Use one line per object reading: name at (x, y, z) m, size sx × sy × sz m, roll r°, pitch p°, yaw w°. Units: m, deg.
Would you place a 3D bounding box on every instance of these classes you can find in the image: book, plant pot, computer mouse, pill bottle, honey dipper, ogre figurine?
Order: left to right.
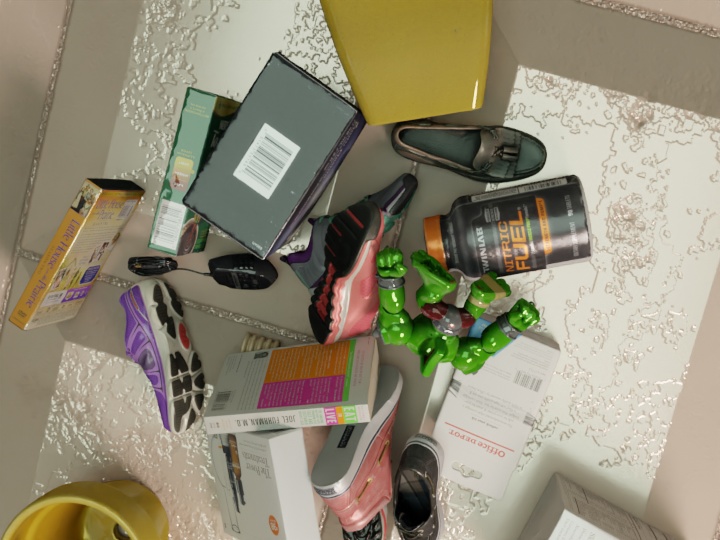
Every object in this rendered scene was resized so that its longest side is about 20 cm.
plant pot at (-0.330, 0.356, 1.285) m, size 0.197 × 0.189 × 0.205 m, roll 1°, pitch 95°, yaw 7°
computer mouse at (-0.202, -0.007, 1.303) m, size 0.196 × 0.059 × 0.035 m, roll 6°, pitch 66°, yaw 1°
book at (-0.080, 0.141, 1.228) m, size 0.196 × 0.134 × 0.049 m, roll -5°, pitch 117°, yaw 10°
honey dipper at (-0.058, 0.123, 1.311) m, size 0.196 × 0.038 × 0.039 m, roll 15°, pitch 97°, yaw 1°
plant pot at (0.064, -0.273, 1.187) m, size 0.196 × 0.200 × 0.180 m, roll -7°, pitch 103°, yaw 7°
ogre figurine at (0.096, 0.054, 1.185) m, size 0.197 × 0.099 × 0.121 m, roll 11°, pitch 122°, yaw -27°
pill bottle at (0.176, -0.046, 1.230) m, size 0.196 × 0.106 × 0.108 m, roll -11°, pitch 94°, yaw 8°

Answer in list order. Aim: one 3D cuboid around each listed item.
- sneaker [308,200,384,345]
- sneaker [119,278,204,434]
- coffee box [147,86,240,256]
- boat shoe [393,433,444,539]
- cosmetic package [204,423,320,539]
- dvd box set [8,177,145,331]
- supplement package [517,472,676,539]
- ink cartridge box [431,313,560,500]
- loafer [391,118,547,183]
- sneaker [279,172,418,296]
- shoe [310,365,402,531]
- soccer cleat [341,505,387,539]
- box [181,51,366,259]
sneaker at (0.000, 0.000, 1.222) m, size 0.085 × 0.074 × 0.202 m, roll -4°, pitch 130°, yaw -31°
sneaker at (-0.263, 0.114, 1.324) m, size 0.082 × 0.080 × 0.204 m, roll -16°, pitch 86°, yaw 24°
coffee box at (-0.205, -0.122, 1.261) m, size 0.043 × 0.123 × 0.204 m, roll 16°, pitch 95°, yaw 6°
boat shoe at (0.068, 0.294, 1.252) m, size 0.069 × 0.066 × 0.203 m, roll 18°, pitch 130°, yaw 16°
cosmetic package at (-0.124, 0.264, 1.255) m, size 0.051 × 0.199 × 0.154 m, roll -14°, pitch 95°, yaw -30°
dvd box set at (-0.354, -0.023, 1.275) m, size 0.029 × 0.146 × 0.202 m, roll 32°, pitch 99°, yaw 5°
supplement package at (0.294, 0.378, 1.232) m, size 0.198 × 0.151 × 0.154 m, roll 28°, pitch 97°, yaw 3°
ink cartridge box at (0.162, 0.168, 1.270) m, size 0.114 × 0.068 × 0.203 m, roll 21°, pitch 97°, yaw 6°
loafer at (0.132, -0.148, 1.247) m, size 0.196 × 0.063 × 0.073 m, roll 9°, pitch 96°, yaw 6°
sneaker at (-0.016, -0.059, 1.270) m, size 0.087 × 0.074 × 0.200 m, roll 42°, pitch 99°, yaw 6°
shoe at (0.009, 0.217, 1.244) m, size 0.070 × 0.201 × 0.092 m, roll -2°, pitch 130°, yaw 33°
soccer cleat at (0.006, 0.262, 1.303) m, size 0.067 × 0.073 × 0.204 m, roll -2°, pitch 76°, yaw 7°
box at (-0.092, -0.136, 1.206) m, size 0.122 × 0.198 × 0.202 m, roll 34°, pitch 98°, yaw -1°
